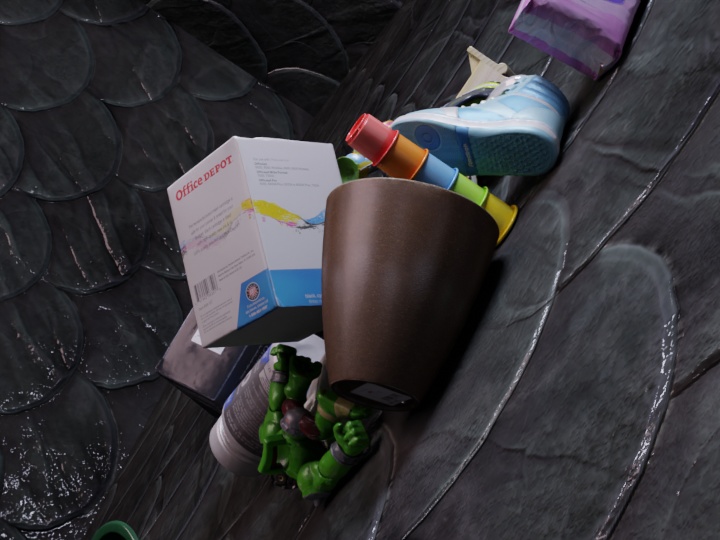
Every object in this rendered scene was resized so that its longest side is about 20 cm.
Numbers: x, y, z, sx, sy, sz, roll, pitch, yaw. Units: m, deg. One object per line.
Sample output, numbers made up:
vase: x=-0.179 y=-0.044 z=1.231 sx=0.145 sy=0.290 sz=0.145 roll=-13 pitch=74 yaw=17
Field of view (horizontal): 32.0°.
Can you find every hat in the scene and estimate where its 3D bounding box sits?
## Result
hat: x=-0.341 y=0.491 z=2.065 sx=0.166 sy=0.176 sz=0.200 roll=-50 pitch=50 yaw=26

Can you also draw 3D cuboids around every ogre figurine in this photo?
ogre figurine: x=-0.062 y=0.178 z=1.420 sx=0.098 sy=0.200 sz=0.120 roll=-4 pitch=-58 yaw=-54

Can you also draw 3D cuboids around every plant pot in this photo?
plant pot: x=0.036 y=0.036 z=1.292 sx=0.187 sy=0.187 sz=0.200 roll=143 pitch=143 yaw=-62

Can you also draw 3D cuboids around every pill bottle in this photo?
pill bottle: x=-0.113 y=0.181 z=1.655 sx=0.200 sy=0.114 sz=0.114 roll=-50 pitch=13 yaw=35

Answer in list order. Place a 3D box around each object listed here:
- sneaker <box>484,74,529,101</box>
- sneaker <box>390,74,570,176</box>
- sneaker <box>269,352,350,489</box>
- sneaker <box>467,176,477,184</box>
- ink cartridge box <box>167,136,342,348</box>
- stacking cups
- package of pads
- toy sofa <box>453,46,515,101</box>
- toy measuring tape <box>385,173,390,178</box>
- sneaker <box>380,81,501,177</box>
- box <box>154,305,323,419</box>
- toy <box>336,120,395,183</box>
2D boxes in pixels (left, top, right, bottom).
sneaker: x=0.156 y=-0.156 z=1.554 sx=0.200 sy=0.075 sz=0.089 roll=133 pitch=147 yaw=-54
sneaker: x=0.143 y=-0.168 z=1.415 sx=0.131 sy=0.200 sz=0.080 roll=-57 pitch=-33 yaw=-42
sneaker: x=-0.043 y=0.175 z=1.510 sx=0.200 sy=0.072 sz=0.072 roll=-61 pitch=-18 yaw=1
sneaker: x=0.092 y=-0.108 z=1.496 sx=0.075 sy=0.090 sz=0.200 roll=-38 pitch=33 yaw=14
ink cartridge box: x=-0.104 y=-0.031 z=1.414 sx=0.147 sy=0.145 sz=0.200 roll=-28 pitch=71 yaw=44
stacking cups: x=0.073 y=-0.096 z=1.363 sx=0.061 sy=0.200 sz=0.061 roll=-55 pitch=13 yaw=18
package of pads: x=0.255 y=-0.318 z=1.405 sx=0.200 sy=0.120 sz=0.076 roll=-64 pitch=6 yaw=-32
toy sofa: x=0.143 y=-0.200 z=1.738 sx=0.200 sy=0.098 sz=0.083 roll=-56 pitch=-14 yaw=7
toy measuring tape: x=0.002 y=-0.032 z=1.480 sx=0.074 sy=0.073 sz=0.200 roll=-174 pitch=106 yaw=-79
sneaker: x=0.108 y=-0.185 z=1.658 sx=0.200 sy=0.074 sz=0.081 roll=-36 pitch=-2 yaw=12
box: x=-0.163 y=0.116 z=1.814 sx=0.197 sy=0.117 sz=0.200 roll=-60 pitch=-29 yaw=-13
toy: x=0.023 y=-0.149 z=1.521 sx=0.115 sy=0.047 sz=0.200 roll=-29 pitch=5 yaw=33
